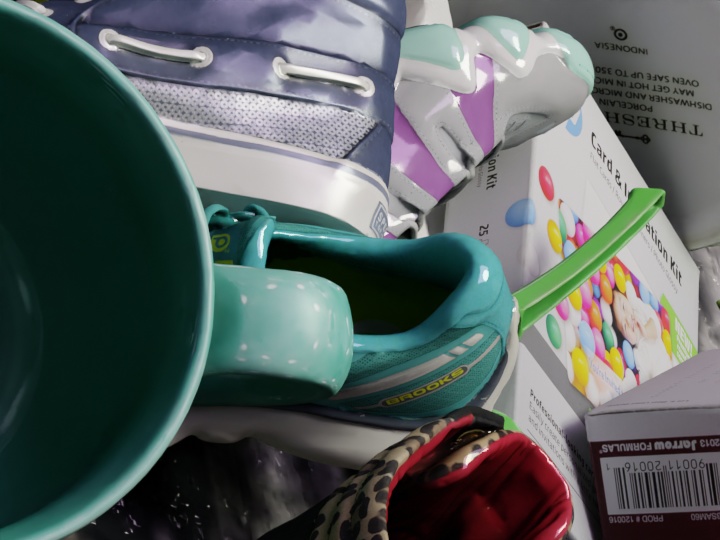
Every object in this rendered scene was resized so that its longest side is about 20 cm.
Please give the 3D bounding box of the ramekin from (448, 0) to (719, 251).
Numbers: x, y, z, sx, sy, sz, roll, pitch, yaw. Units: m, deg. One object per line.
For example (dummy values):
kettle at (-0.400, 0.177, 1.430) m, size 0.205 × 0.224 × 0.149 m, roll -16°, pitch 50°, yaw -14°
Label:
ramekin at (0.113, -0.097, 1.134) m, size 0.202 × 0.202 × 0.094 m, roll 46°, pitch 45°, yaw -13°

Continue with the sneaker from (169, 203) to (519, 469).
sneaker at (-0.051, 0.007, 0.857) m, size 0.199 × 0.080 × 0.078 m, roll 2°, pitch 54°, yaw -4°

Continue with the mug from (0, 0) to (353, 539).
mug at (-0.115, 0.020, 0.765) m, size 0.185 × 0.114 × 0.152 m, roll 40°, pitch 69°, yaw -9°

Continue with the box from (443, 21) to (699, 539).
box at (0.077, 0.035, 1.040) m, size 0.156 × 0.041 × 0.200 m, roll 53°, pitch 31°, yaw -41°

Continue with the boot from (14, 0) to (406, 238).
boot at (-0.084, -0.064, 0.889) m, size 0.199 × 0.073 × 0.091 m, roll 13°, pitch 67°, yaw -13°

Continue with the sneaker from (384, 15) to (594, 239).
sneaker at (0.000, 0.000, 0.953) m, size 0.199 × 0.078 × 0.140 m, roll -15°, pitch 76°, yaw -13°

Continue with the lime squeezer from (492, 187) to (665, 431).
lime squeezer at (0.054, 0.049, 0.910) m, size 0.070 × 0.038 × 0.200 m, roll 16°, pitch 48°, yaw -7°

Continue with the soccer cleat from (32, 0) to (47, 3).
soccer cleat at (-0.109, -0.146, 1.025) m, size 0.083 × 0.065 × 0.201 m, roll 9°, pitch 51°, yaw -10°

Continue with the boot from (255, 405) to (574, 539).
boot at (0.002, 0.098, 0.839) m, size 0.200 × 0.150 × 0.073 m, roll -14°, pitch 71°, yaw -57°

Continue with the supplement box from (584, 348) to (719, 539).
supplement box at (0.140, 0.134, 0.998) m, size 0.109 × 0.061 × 0.201 m, roll -21°, pitch 104°, yaw -59°

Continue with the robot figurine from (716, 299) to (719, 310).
robot figurine at (0.214, 0.090, 1.126) m, size 0.200 × 0.116 × 0.176 m, roll 43°, pitch -17°, yaw 32°

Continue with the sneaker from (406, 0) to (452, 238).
sneaker at (0.016, -0.034, 1.072) m, size 0.088 × 0.075 × 0.201 m, roll 40°, pitch 40°, yaw -43°
